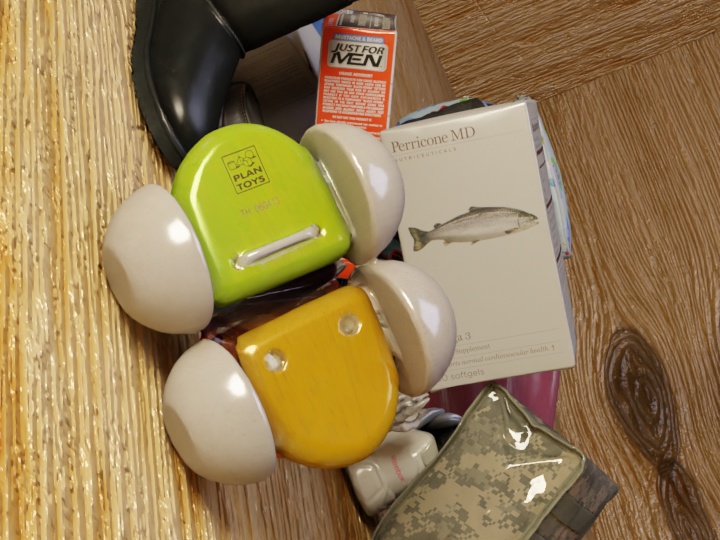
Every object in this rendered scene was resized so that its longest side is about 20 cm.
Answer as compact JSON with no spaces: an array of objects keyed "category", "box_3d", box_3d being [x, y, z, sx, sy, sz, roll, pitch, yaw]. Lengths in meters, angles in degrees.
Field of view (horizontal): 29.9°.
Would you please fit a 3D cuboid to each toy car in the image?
[{"category":"toy car","box_3d":[-0.055,0.018,0.785,0.150,0.174,0.202,-12,-80,65]}]

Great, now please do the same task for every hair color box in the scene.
[{"category":"hair color box","box_3d":[-0.008,-0.106,1.106,0.111,0.063,0.202,-86,-178,-73]}]

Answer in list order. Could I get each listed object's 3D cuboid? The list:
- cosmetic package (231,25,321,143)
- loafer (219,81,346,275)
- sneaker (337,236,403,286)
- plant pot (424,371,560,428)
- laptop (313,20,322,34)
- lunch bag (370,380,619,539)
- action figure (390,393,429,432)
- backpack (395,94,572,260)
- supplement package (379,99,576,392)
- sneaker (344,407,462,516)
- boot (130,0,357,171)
[{"category":"cosmetic package","box_3d":[-0.080,-0.187,1.179,0.200,0.081,0.114,44,26,-65]},{"category":"loafer","box_3d":[-0.063,-0.065,1.054,0.073,0.072,0.202,40,30,-65]},{"category":"sneaker","box_3d":[0.000,0.000,1.195,0.200,0.095,0.080,-80,149,-71]},{"category":"plant pot","box_3d":[0.119,0.128,1.372,0.200,0.198,0.181,33,54,-73]},{"category":"laptop","box_3d":[-0.026,-0.235,1.427,0.200,0.116,0.187,51,6,15]},{"category":"lunch bag","box_3d":[0.097,0.209,1.063,0.117,0.200,0.164,39,-2,27]},{"category":"action figure","box_3d":[-0.003,0.078,1.025,0.120,0.101,0.200,64,13,0]},{"category":"backpack","box_3d":[0.107,-0.065,1.210,0.200,0.146,0.185,-111,-175,-83]},{"category":"supplement package","box_3d":[0.095,-0.023,1.045,0.117,0.116,0.202,-38,117,-77]},{"category":"sneaker","box_3d":[0.049,0.149,1.156,0.200,0.099,0.079,-58,126,-77]},{"category":"boot","box_3d":[-0.075,-0.171,0.944,0.074,0.161,0.199,57,16,-44]}]
